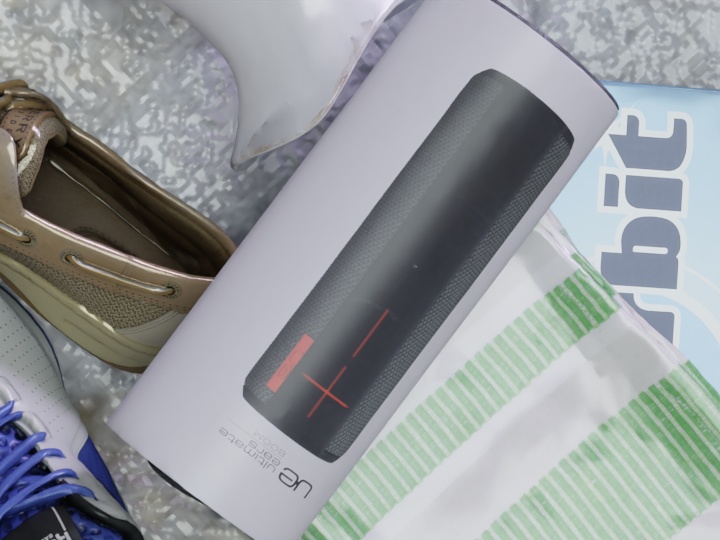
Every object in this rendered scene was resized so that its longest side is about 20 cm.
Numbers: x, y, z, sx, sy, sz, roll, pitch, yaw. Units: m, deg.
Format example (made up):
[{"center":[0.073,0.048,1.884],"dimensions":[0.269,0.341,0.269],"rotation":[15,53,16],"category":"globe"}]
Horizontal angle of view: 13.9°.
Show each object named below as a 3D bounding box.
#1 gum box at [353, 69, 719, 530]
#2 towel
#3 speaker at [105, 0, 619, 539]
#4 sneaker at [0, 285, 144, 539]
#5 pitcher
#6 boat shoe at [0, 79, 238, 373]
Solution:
[{"center":[0.099,0.014,1.124],"dimensions":[0.199,0.045,0.170],"rotation":[4,90,-8],"category":"gum box"},{"center":[0.048,0.061,1.083],"dimensions":[0.153,0.023,0.200],"rotation":[-43,94,-4],"category":"towel"},{"center":[0.000,0.000,1.030],"dimensions":[0.081,0.081,0.200],"rotation":[38,87,-6],"category":"speaker"},{"center":[-0.123,0.076,1.056],"dimensions":[0.080,0.115,0.200],"rotation":[-34,94,-8],"category":"sneaker"},{"center":[-0.040,-0.163,1.076],"dimensions":[0.171,0.121,0.200],"rotation":[-40,96,-29],"category":"pitcher"},{"center":[-0.131,-0.043,1.069],"dimensions":[0.200,0.065,0.071],"rotation":[33,47,-13],"category":"boat shoe"}]
